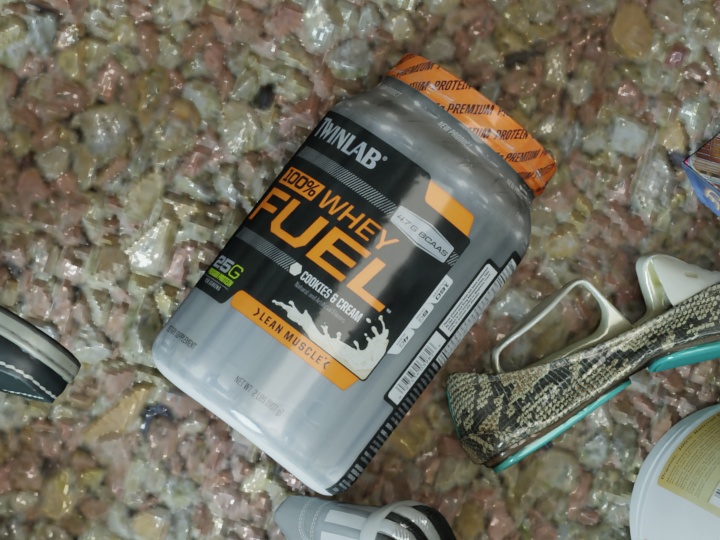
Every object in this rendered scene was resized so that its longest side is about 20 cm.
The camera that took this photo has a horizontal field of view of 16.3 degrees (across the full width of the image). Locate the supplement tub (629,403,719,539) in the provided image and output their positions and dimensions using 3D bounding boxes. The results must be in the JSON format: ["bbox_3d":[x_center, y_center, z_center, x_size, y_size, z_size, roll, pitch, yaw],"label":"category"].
[{"bbox_3d":[0.222,0.138,1.250,0.144,0.200,0.145,-1,96,-11],"label":"supplement tub"}]

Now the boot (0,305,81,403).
[{"bbox_3d":[-0.236,0.076,1.154,0.073,0.203,0.154,48,60,-53],"label":"boot"}]

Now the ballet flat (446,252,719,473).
[{"bbox_3d":[0.136,0.034,1.298,0.200,0.068,0.075,-24,84,-6],"label":"ballet flat"}]

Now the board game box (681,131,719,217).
[{"bbox_3d":[0.275,-0.037,1.255,0.135,0.200,0.035,-38,136,-6],"label":"board game box"}]

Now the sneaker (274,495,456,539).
[{"bbox_3d":[0.008,0.179,1.282,0.075,0.115,0.200,-53,140,-34],"label":"sneaker"}]

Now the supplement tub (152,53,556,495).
[{"bbox_3d":[0.000,0.000,1.232,0.123,0.123,0.200,38,85,-12],"label":"supplement tub"}]
